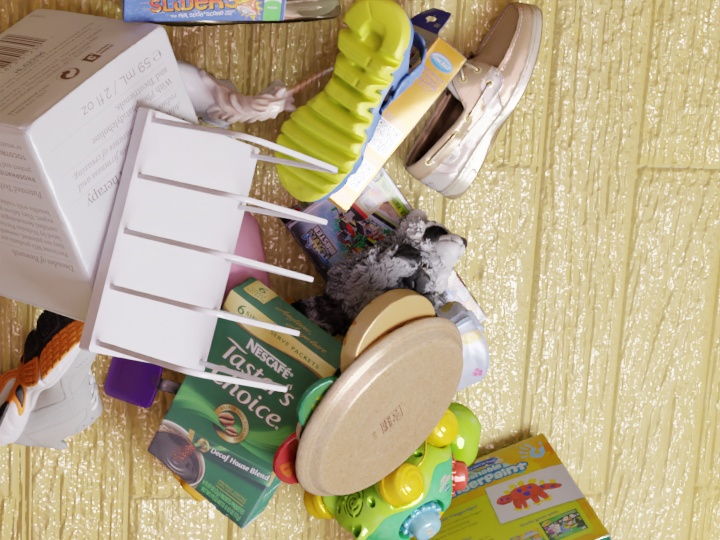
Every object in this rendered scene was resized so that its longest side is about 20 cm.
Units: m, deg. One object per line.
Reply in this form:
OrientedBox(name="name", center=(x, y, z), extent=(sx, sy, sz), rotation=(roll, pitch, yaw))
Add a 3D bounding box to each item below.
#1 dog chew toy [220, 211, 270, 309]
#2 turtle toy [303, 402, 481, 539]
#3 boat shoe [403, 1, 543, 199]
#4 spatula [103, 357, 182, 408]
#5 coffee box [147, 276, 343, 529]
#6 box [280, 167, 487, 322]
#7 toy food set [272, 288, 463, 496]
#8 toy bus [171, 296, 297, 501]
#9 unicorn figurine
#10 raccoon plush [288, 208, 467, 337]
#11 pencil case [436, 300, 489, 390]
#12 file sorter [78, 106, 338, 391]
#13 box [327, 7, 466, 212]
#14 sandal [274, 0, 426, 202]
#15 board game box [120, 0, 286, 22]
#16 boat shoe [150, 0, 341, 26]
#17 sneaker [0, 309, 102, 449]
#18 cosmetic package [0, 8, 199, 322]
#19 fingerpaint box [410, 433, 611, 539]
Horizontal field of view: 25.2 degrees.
OrientedBox(name="dog chew toy", center=(-0.186, 0.005, 1.477), extent=(0.200, 0.125, 0.125), rotation=(-10, 106, -1))
OrientedBox(name="turtle toy", center=(0.048, 0.193, 1.553), extent=(0.101, 0.146, 0.200), rotation=(52, 49, -17))
OrientedBox(name="boat shoe", center=(0.105, -0.167, 1.520), extent=(0.069, 0.074, 0.200), rotation=(22, 99, -23))
OrientedBox(name="spatula", center=(-0.151, 0.116, 1.503), extent=(0.200, 0.021, 0.057), rotation=(16, 91, 17))
OrientedBox(name="coffee box", center=(-0.101, 0.118, 1.434), extent=(0.123, 0.044, 0.200), rotation=(38, 119, 12))
OrientedBox(name="box", center=(0.024, -0.002, 1.562), extent=(0.110, 0.035, 0.200), rotation=(-37, 109, -2))
OrientedBox(name="toy food set", center=(0.011, 0.115, 1.391), extent=(0.198, 0.049, 0.200), rotation=(-49, 152, 0))
OrientedBox(name="toy bus", center=(-0.109, 0.125, 1.547), extent=(0.200, 0.065, 0.078), rotation=(-45, 109, 1))
OrientedBox(name="unicorn figurine", center=(-0.142, -0.165, 1.429), extent=(0.200, 0.137, 0.074), rotation=(9, 96, -17))
OrientedBox(name="raccoon plush", center=(0.000, 0.000, 1.491), extent=(0.199, 0.134, 0.097), rotation=(-2, 114, 5))
OrientedBox(name="pencil case", center=(0.021, 0.095, 1.503), extent=(0.200, 0.083, 0.091), rotation=(-19, 137, -22))
OrientedBox(name="file sorter", center=(-0.115, -0.013, 1.306), extent=(0.139, 0.124, 0.200), rotation=(16, 86, -53))
OrientedBox(name="box", center=(0.021, -0.152, 1.480), extent=(0.041, 0.119, 0.200), rotation=(40, 93, -20))
OrientedBox(name="sandal", center=(-0.001, -0.142, 1.386), extent=(0.079, 0.087, 0.200), rotation=(42, 115, 17))
OrientedBox(name="board game box", center=(-0.143, -0.285, 1.375), extent=(0.135, 0.200, 0.035), rotation=(-3, 135, -13))
OrientedBox(name="boat shoe", center=(-0.115, -0.254, 1.452), extent=(0.200, 0.073, 0.063), rotation=(-4, 98, -15))
OrientedBox(name="sneaker", center=(-0.268, 0.099, 1.475), extent=(0.092, 0.076, 0.200), rotation=(17, 139, -28))
OrientedBox(name="cosmetic package", center=(-0.243, -0.090, 1.359), extent=(0.167, 0.166, 0.200), rotation=(-45, 133, -34))
OrientedBox(name="fingerpaint box", center=(0.125, 0.267, 1.578), extent=(0.200, 0.167, 0.073), rotation=(-21, 126, -8))
